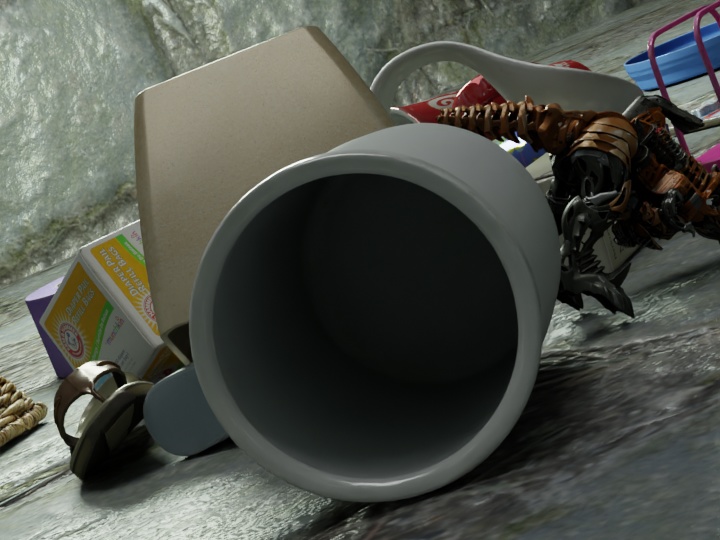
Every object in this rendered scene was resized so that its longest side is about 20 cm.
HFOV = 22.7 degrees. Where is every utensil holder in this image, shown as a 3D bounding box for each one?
[{"bbox_3d":[0.020,0.012,0.937,0.169,0.171,0.200,-20,5,14],"label":"utensil holder"}]

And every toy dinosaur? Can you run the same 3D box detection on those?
[{"bbox_3d":[0.139,-0.049,1.080,0.199,0.136,0.102,21,-3,7],"label":"toy dinosaur"}]

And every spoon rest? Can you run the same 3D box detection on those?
[{"bbox_3d":[0.103,-0.133,1.290,0.199,0.061,0.099,2,-6,16],"label":"spoon rest"}]

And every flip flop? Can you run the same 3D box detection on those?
[{"bbox_3d":[-0.182,0.092,1.241,0.081,0.058,0.200,-46,8,-4],"label":"flip flop"}]

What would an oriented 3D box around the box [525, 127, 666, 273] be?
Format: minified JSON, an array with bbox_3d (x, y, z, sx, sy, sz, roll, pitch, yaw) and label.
[{"bbox_3d":[0.167,-0.054,1.276,0.068,0.082,0.200,-16,11,28],"label":"box"}]

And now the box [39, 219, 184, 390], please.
[{"bbox_3d":[-0.141,0.015,1.447,0.200,0.101,0.113,-29,-16,-42],"label":"box"}]

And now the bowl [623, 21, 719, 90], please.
[{"bbox_3d":[0.422,-0.271,2.193,0.200,0.040,0.201,-22,7,3],"label":"bowl"}]

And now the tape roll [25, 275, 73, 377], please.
[{"bbox_3d":[-0.225,0.028,1.784,0.199,0.085,0.200,-21,9,3],"label":"tape roll"}]

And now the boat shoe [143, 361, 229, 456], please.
[{"bbox_3d":[-0.041,0.061,1.142,0.202,0.075,0.086,-28,-1,33],"label":"boat shoe"}]

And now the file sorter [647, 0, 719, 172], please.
[{"bbox_3d":[0.343,-0.166,1.385,0.200,0.126,0.139,-15,11,41],"label":"file sorter"}]

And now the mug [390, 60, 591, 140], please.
[{"bbox_3d":[0.135,-0.114,1.614,0.199,0.134,0.177,-21,3,-27],"label":"mug"}]

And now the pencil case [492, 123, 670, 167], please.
[{"bbox_3d":[0.150,-0.088,1.453,0.200,0.078,0.087,-28,19,38],"label":"pencil case"}]

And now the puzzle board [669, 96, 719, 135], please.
[{"bbox_3d":[0.406,-0.181,1.715,0.200,0.017,0.151,-28,10,-36],"label":"puzzle board"}]

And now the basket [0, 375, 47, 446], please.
[{"bbox_3d":[-0.387,0.149,1.489,0.143,0.149,0.200,-55,-7,26],"label":"basket"}]

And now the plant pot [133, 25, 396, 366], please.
[{"bbox_3d":[-0.056,-0.047,1.239,0.199,0.178,0.200,-22,-17,0],"label":"plant pot"}]
